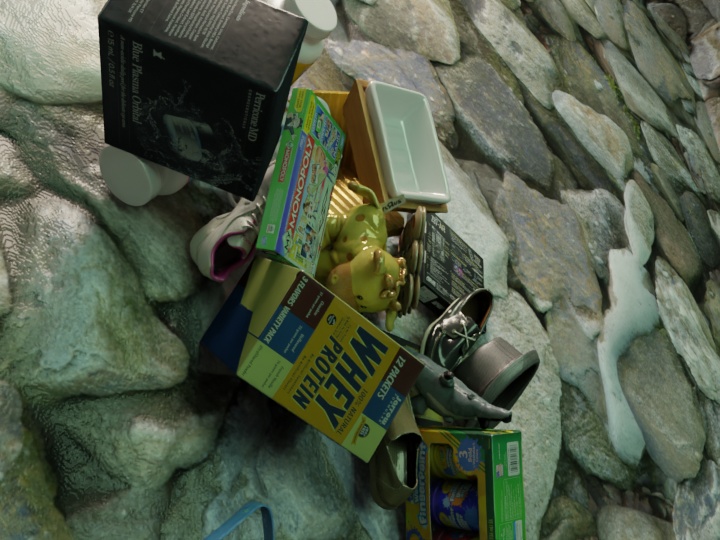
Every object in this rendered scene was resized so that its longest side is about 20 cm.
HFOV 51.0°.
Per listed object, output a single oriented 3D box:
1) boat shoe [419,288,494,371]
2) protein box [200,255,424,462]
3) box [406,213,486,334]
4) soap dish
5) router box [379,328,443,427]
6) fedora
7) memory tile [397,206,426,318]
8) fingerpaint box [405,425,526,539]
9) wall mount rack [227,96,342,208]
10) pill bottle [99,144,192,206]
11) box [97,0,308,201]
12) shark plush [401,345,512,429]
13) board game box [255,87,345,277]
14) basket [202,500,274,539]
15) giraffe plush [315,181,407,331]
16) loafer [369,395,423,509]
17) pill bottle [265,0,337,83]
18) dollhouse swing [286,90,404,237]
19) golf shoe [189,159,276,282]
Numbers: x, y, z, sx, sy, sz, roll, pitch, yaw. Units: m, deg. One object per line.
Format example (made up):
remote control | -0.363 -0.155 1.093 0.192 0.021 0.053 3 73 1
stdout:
boat shoe | 0.155 0.100 1.210 0.072 0.067 0.200 50 48 -10
protein box | -0.065 0.102 0.938 0.199 0.198 0.137 38 81 -23
box | 0.153 0.005 1.339 0.199 0.043 0.164 36 45 -39
soap dish | 0.055 -0.184 1.178 0.155 0.080 0.206 1 72 -47
router box | 0.039 0.178 1.138 0.197 0.052 0.161 24 52 -35
fedora | 0.205 0.184 1.235 0.175 0.203 0.090 -29 60 -34
memory tile | 0.074 -0.007 1.177 0.016 0.200 0.158 6 81 -4
fingerpaint box | 0.139 0.321 1.032 0.072 0.165 0.206 5 81 -41
wall mount rack | -0.122 -0.175 1.041 0.201 0.074 0.174 -49 120 -4
pill bottle | -0.250 -0.171 1.004 0.109 0.108 0.201 49 42 -11
box | -0.181 -0.211 0.855 0.195 0.198 0.120 20 57 -4
shark plush | 0.119 0.172 1.049 0.090 0.199 0.085 -31 125 -17
board game box | -0.072 -0.106 0.959 0.134 0.028 0.206 40 60 -68
basket | -0.141 0.363 0.762 0.175 0.136 0.206 -21 112 -49
giraffe plush | 0.000 0.000 1.045 0.172 0.199 0.164 39 21 -39
loafer | 0.050 0.219 1.037 0.075 0.067 0.206 13 63 -39
pill bottle | -0.127 -0.345 1.163 0.111 0.198 0.115 23 51 -33
dollhouse swing | -0.015 -0.166 1.181 0.174 0.186 0.197 28 26 35
golf shoe | -0.138 -0.063 0.991 0.075 0.200 0.092 42 5 -32
